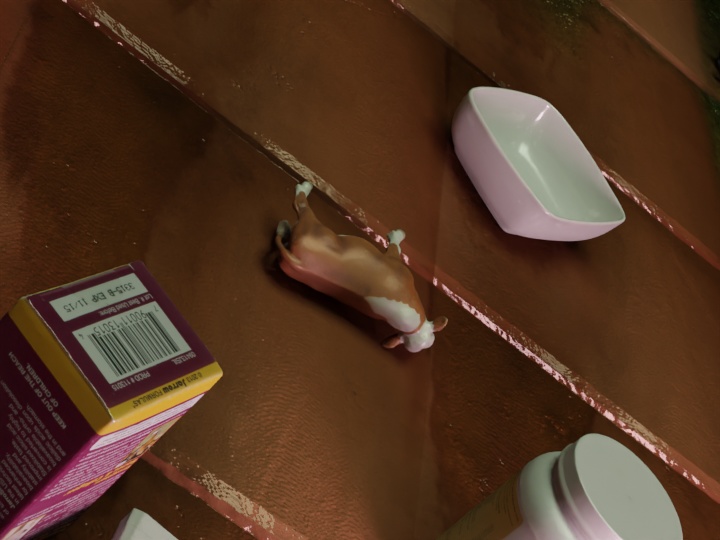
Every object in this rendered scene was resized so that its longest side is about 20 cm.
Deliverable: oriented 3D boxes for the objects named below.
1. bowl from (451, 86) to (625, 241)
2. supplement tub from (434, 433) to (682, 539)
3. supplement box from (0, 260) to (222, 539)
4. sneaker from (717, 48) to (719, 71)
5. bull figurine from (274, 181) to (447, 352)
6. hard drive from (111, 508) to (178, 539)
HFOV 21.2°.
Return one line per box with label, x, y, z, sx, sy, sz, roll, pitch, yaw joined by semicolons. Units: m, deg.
bowl;0.193;-0.113;2.220;0.199;0.075;0.201;2;53;-53
supplement tub;0.153;0.241;1.591;0.144;0.200;0.145;33;32;-24
supplement box;-0.209;0.100;1.277;0.103;0.200;0.131;51;29;9
sneaker;0.616;-0.340;3.083;0.090;0.066;0.200;45;31;-9
bull figurine;0.000;0.000;1.830;0.199;0.065;0.122;31;28;-31
hard drive;-0.137;0.263;1.293;0.132;0.026;0.200;41;28;-11
